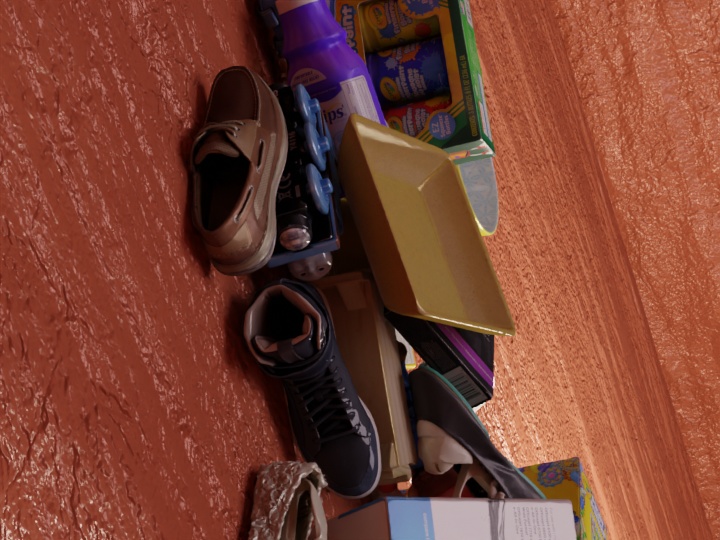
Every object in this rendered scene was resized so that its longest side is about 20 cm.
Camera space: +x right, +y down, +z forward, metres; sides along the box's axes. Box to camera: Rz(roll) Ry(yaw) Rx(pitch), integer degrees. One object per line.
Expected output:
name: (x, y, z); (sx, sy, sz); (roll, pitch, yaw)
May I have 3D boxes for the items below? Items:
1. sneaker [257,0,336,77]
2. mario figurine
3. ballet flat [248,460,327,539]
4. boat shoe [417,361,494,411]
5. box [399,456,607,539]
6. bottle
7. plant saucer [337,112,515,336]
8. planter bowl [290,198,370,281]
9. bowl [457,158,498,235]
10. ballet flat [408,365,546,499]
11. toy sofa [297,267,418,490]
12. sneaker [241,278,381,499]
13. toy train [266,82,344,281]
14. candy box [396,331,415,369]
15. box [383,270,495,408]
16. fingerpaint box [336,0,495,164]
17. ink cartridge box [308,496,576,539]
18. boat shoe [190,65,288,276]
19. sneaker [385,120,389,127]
sneaker: (-0.067, -0.252, 1.796); (0.074, 0.082, 0.202); (-134, -136, -72)
mario figurine: (0.055, 0.166, 1.783); (0.106, 0.123, 0.201); (-46, 110, -40)
ballet flat: (-0.060, 0.231, 1.448); (0.072, 0.071, 0.201); (61, 23, -43)
boat shoe: (0.077, 0.128, 1.873); (0.072, 0.070, 0.201); (69, -27, 23)
box: (0.143, 0.314, 1.830); (0.193, 0.199, 0.122); (-83, 155, -47)
bottle: (-0.028, -0.172, 1.740); (0.065, 0.083, 0.201); (-25, 98, -50)
plant saucer: (0.052, -0.030, 1.665); (0.200, 0.048, 0.201); (14, 52, -58)
planter bowl: (0.000, 0.000, 1.792); (0.200, 0.083, 0.202); (-13, 90, -75)
bowl: (0.084, -0.129, 2.129); (0.200, 0.107, 0.202); (-12, 90, -74)
ballet flat: (0.101, 0.181, 1.703); (0.200, 0.073, 0.073); (50, 25, -18)
toy sofa: (-0.010, 0.102, 1.675); (0.098, 0.082, 0.202); (7, 73, -75)
sneaker: (-0.042, 0.103, 1.556); (0.146, 0.076, 0.204); (40, 29, -82)
toy train: (-0.059, -0.079, 1.625); (0.115, 0.086, 0.201); (65, 11, -46)
candy box: (0.017, 0.009, 1.944); (0.102, 0.026, 0.202); (5, 72, -70)
box: (0.080, 0.021, 1.768); (0.143, 0.036, 0.201); (48, 28, -27)
fingerpaint box: (0.045, -0.208, 1.952); (0.073, 0.166, 0.202); (34, 47, -69)
ink cartridge box: (0.071, 0.252, 1.570); (0.199, 0.145, 0.084); (5, 68, -31)
boat shoe: (-0.107, -0.095, 1.525); (0.072, 0.075, 0.201); (50, 29, -53)
sneaker: (0.022, -0.069, 1.873); (0.201, 0.070, 0.080); (61, 22, -18)
